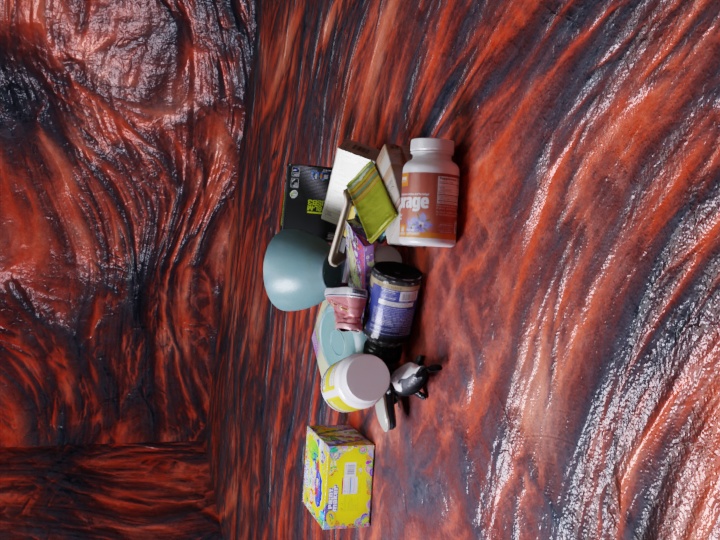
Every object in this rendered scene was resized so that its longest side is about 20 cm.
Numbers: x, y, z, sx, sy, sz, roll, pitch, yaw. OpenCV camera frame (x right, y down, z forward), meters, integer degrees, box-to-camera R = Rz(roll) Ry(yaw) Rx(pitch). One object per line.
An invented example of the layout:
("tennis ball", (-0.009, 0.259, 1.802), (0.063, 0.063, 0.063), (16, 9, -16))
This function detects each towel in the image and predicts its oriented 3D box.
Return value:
("towel", (0.021, -0.149, 1.648), (0.086, 0.018, 0.201), (-47, 37, 23))

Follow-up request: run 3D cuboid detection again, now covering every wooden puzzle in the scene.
("wooden puzzle", (-0.003, -0.124, 1.844), (0.185, 0.037, 0.202), (-41, -30, -50))

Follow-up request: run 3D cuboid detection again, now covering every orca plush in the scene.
("orca plush", (0.120, 0.228, 1.601), (0.105, 0.071, 0.200), (-47, 3, -32))

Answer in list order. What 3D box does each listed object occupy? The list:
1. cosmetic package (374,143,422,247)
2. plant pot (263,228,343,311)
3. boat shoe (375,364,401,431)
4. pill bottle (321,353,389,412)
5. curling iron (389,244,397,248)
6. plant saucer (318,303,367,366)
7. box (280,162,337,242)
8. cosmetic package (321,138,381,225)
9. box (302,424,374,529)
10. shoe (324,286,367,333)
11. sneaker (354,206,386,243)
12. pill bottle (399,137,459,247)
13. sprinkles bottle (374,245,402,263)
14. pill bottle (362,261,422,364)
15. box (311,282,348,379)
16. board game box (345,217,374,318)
("cosmetic package", (0.091, -0.160, 1.653), (0.104, 0.086, 0.201), (117, 148, -45))
("plant pot", (-0.121, 0.001, 1.883), (0.134, 0.199, 0.203), (3, 90, 32))
("boat shoe", (0.060, 0.261, 1.727), (0.075, 0.061, 0.201), (109, 157, -43))
("pill bottle", (-0.010, 0.238, 1.655), (0.200, 0.113, 0.116), (140, 130, -70))
("curling iron", (0.050, -0.077, 1.845), (0.200, 0.025, 0.050), (179, 97, -70))
("plant saucer", (-0.045, 0.167, 1.823), (0.199, 0.027, 0.203), (21, 116, 51))
("box", (-0.103, -0.172, 2.028), (0.048, 0.198, 0.196), (-141, 57, -73))
("cosmetic package", (-0.022, -0.209, 1.925), (0.073, 0.103, 0.202), (-57, -14, -56))
("box", (-0.057, 0.506, 1.937), (0.192, 0.121, 0.203), (-170, 83, -71))
("shoe", (-0.038, 0.088, 1.702), (0.200, 0.071, 0.092), (168, 111, -72))
("sneaker", (0.030, -0.126, 1.752), (0.079, 0.095, 0.200), (-47, 10, 2))
("pill bottle", (0.133, -0.148, 1.500), (0.112, 0.111, 0.203), (-174, 87, -70))
("sprinkles bottle", (0.033, 0.021, 1.822), (0.200, 0.067, 0.069), (121, 145, -54))
("pill bottle", (0.063, 0.091, 1.668), (0.112, 0.111, 0.202), (-130, 47, -62))
("box", (-0.042, 0.164, 1.971), (0.177, 0.096, 0.201), (-110, 31, -46))
("board game box", (0.000, 0.000, 1.730), (0.120, 0.032, 0.202), (-130, 31, -50))
